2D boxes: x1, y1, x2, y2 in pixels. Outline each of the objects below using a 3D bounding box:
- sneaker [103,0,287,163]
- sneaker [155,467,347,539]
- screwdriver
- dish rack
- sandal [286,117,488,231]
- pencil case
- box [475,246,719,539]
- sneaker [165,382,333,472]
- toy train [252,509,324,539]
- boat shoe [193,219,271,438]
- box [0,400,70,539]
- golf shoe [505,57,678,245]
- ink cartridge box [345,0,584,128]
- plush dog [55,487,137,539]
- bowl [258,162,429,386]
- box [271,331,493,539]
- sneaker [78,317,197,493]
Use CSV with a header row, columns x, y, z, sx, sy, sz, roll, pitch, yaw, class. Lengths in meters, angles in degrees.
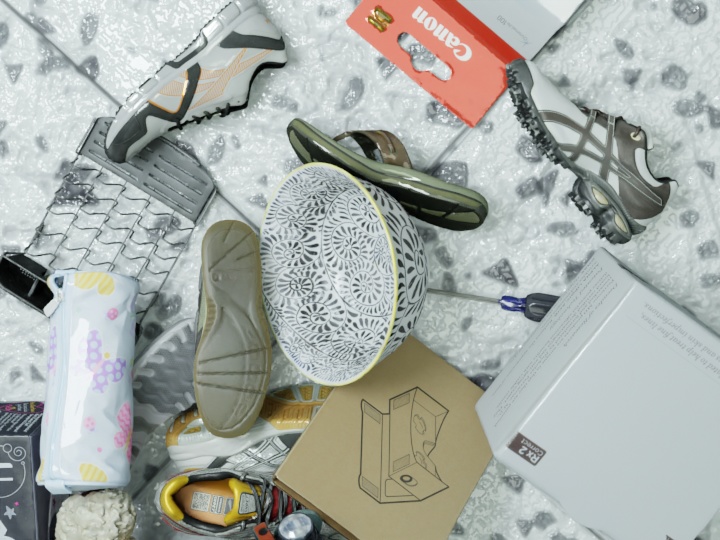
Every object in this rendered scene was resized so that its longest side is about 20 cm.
x,y,z,sx,sy,sz,roll,pitch,yaw,class
-0.150,-0.162,1.146,0.200,0.074,0.080,-42,99,1,sneaker
-0.089,0.219,1.134,0.200,0.082,0.078,2,78,-1,sneaker
0.117,0.027,1.191,0.200,0.029,0.028,9,100,10,screwdriver
-0.236,-0.039,1.190,0.153,0.055,0.200,31,100,-1,dish rack
0.026,-0.095,1.158,0.201,0.080,0.057,21,72,-1,sandal
-0.243,0.097,1.116,0.083,0.091,0.200,-1,83,12,pencil case
0.243,0.123,1.122,0.199,0.131,0.200,35,100,-12,box
-0.084,0.168,1.209,0.200,0.076,0.088,-10,111,12,sneaker
-0.064,0.295,1.095,0.114,0.085,0.200,-26,135,-17,toy train
-0.120,0.055,1.174,0.072,0.066,0.201,-1,85,-5,boat shoe
-0.345,0.236,1.203,0.115,0.132,0.200,0,99,1,box
0.209,-0.122,1.133,0.094,0.078,0.200,-36,106,6,golf shoe
0.106,-0.254,1.130,0.160,0.047,0.200,40,98,-2,ink cartridge box
-0.197,0.313,1.143,0.172,0.161,0.200,10,144,21,plush dog
0.000,0.000,1.140,0.094,0.201,0.201,-6,100,-40,bowl
0.036,0.163,1.152,0.163,0.021,0.200,37,58,-3,box
-0.219,0.118,1.204,0.200,0.082,0.075,-48,124,-7,sneaker
